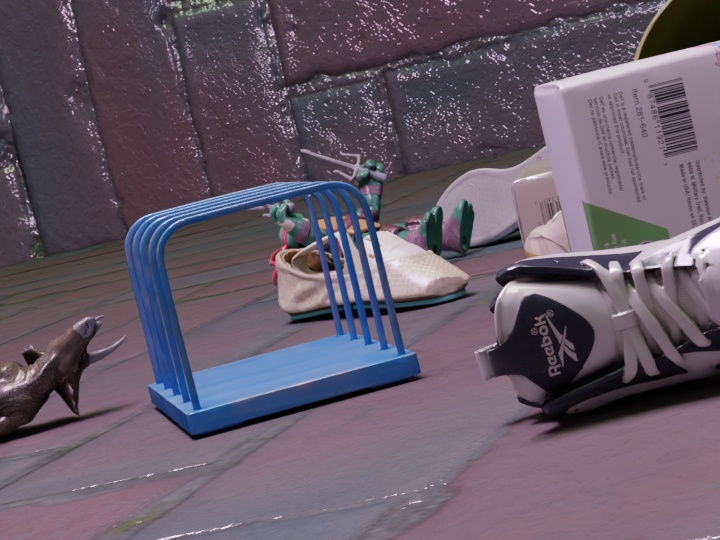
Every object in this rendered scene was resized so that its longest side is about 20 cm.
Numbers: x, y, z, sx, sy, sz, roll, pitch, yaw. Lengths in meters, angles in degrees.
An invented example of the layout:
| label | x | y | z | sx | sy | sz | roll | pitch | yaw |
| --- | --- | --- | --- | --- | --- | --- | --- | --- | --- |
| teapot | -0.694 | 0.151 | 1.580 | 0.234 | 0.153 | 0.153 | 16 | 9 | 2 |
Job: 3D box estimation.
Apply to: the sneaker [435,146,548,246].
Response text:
| label | x | y | z | sx | sy | sz | roll | pitch | yaw |
| --- | --- | --- | --- | --- | --- | --- | --- | --- | --- |
| sneaker | 0.161 | -0.064 | 2.106 | 0.099 | 0.071 | 0.199 | 7 | -22 | -45 |

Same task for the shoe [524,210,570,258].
| label | x | y | z | sx | sy | sz | roll | pitch | yaw |
| --- | --- | --- | --- | --- | --- | --- | --- | --- | --- |
| shoe | 0.191 | -0.037 | 1.705 | 0.070 | 0.054 | 0.199 | -17 | 6 | -36 |

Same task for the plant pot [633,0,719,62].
| label | x | y | z | sx | sy | sz | roll | pitch | yaw |
| --- | --- | --- | --- | --- | --- | --- | --- | --- | --- |
| plant pot | 0.326 | -0.122 | 1.753 | 0.186 | 0.189 | 0.200 | -11 | -10 | 29 |

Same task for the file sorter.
| label | x | y | z | sx | sy | sz | roll | pitch | yaw |
| --- | --- | --- | --- | --- | --- | --- | --- | --- | --- |
| file sorter | -0.063 | 0.015 | 1.415 | 0.138 | 0.124 | 0.200 | -14 | 4 | -11 |

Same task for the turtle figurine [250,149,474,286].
| label | x | y | z | sx | sy | sz | roll | pitch | yaw |
| --- | --- | --- | --- | --- | --- | --- | --- | --- | --- |
| turtle figurine | -0.008 | -0.041 | 2.065 | 0.199 | 0.101 | 0.150 | 6 | 28 | 26 |

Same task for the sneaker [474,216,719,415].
| label | x | y | z | sx | sy | sz | roll | pitch | yaw |
| --- | --- | --- | --- | --- | --- | --- | --- | --- | --- |
| sneaker | 0.126 | 0.023 | 1.056 | 0.129 | 0.080 | 0.199 | -18 | 6 | -31 |

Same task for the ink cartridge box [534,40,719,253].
| label | x | y | z | sx | sy | sz | roll | pitch | yaw |
| --- | --- | --- | --- | --- | --- | --- | --- | --- | --- |
| ink cartridge box | 0.219 | -0.062 | 1.372 | 0.199 | 0.146 | 0.084 | -14 | 5 | -5 |

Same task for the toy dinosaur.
| label | x | y | z | sx | sy | sz | roll | pitch | yaw |
| --- | --- | --- | --- | --- | --- | --- | --- | --- | --- |
| toy dinosaur | -0.259 | 0.088 | 1.542 | 0.199 | 0.078 | 0.102 | -17 | -9 | 24 |

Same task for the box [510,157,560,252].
| label | x | y | z | sx | sy | sz | roll | pitch | yaw |
| --- | --- | --- | --- | --- | --- | --- | --- | --- | --- |
| box | 0.172 | -0.057 | 1.912 | 0.082 | 0.069 | 0.200 | -12 | 5 | 9 |

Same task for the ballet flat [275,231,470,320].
| label | x | y | z | sx | sy | sz | roll | pitch | yaw |
| --- | --- | --- | --- | --- | --- | --- | --- | --- | --- |
| ballet flat | 0.000 | 0.000 | 1.770 | 0.067 | 0.063 | 0.199 | -18 | 7 | -43 |
